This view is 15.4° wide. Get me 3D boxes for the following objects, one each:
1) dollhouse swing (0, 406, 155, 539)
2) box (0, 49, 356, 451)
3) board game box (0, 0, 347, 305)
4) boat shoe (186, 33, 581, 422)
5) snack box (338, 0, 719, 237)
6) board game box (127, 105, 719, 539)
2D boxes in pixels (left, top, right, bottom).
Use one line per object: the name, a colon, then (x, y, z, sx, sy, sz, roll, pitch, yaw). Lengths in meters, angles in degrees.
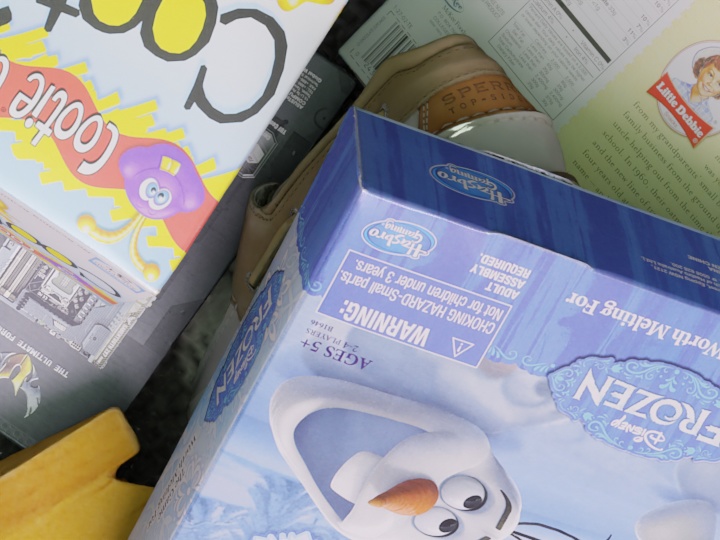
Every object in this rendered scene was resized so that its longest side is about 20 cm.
dollhouse swing: (-0.120, 0.179, 0.840, 0.182, 0.176, 0.200, -32, 94, -28)
box: (-0.125, -0.054, 0.830, 0.200, 0.051, 0.158, 34, 93, -9)
board game box: (-0.052, -0.101, 0.754, 0.105, 0.103, 0.200, 33, 81, -10)
boat shoe: (0.000, 0.000, 0.798, 0.075, 0.200, 0.069, -8, 69, -36)
snack box: (0.097, -0.030, 0.785, 0.116, 0.037, 0.200, -44, 77, 24)
board game box: (0.047, 0.074, 0.736, 0.200, 0.043, 0.199, 19, 123, -16)
